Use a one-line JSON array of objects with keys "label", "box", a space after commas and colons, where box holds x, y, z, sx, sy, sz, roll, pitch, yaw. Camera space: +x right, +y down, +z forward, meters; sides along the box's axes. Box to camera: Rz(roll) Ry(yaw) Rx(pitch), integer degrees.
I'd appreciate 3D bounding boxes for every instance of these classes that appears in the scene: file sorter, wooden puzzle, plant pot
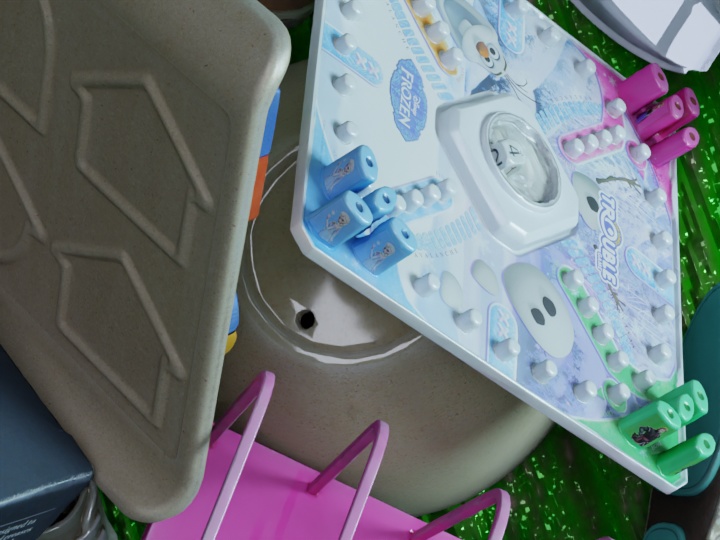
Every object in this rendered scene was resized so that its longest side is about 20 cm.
[{"label": "file sorter", "box": [0.015, 0.143, 0.838, 0.199, 0.125, 0.140, 26, 66, -8]}, {"label": "wooden puzzle", "box": [-0.094, -0.041, 0.813, 0.185, 0.046, 0.201, 41, 131, 32]}, {"label": "plant pot", "box": [0.000, 0.000, 0.930, 0.198, 0.134, 0.202, 0, 83, 3]}]

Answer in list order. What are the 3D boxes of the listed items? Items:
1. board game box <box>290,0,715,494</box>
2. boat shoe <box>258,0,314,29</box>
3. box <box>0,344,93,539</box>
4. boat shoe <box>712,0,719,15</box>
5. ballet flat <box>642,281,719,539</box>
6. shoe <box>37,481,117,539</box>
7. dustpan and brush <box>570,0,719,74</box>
[{"label": "board game box", "box": [0.062, -0.042, 0.880, 0.026, 0.199, 0.201, -33, 37, 36]}, {"label": "boat shoe", "box": [-0.066, -0.143, 0.920, 0.075, 0.200, 0.072, 32, 105, 22]}, {"label": "box", "box": [-0.221, 0.085, 0.832, 0.200, 0.107, 0.149, -46, 74, 26]}, {"label": "boat shoe", "box": [0.232, -0.074, 0.948, 0.200, 0.074, 0.060, 39, 81, -3]}, {"label": "ballet flat", "box": [0.150, 0.104, 0.953, 0.062, 0.067, 0.202, 17, 87, -23]}, {"label": "shoe", "box": [-0.148, 0.088, 0.922, 0.070, 0.053, 0.201, -46, 120, -28]}, {"label": "dustpan and brush", "box": [0.097, -0.191, 0.994, 0.199, 0.057, 0.140, 34, 90, 0]}]
